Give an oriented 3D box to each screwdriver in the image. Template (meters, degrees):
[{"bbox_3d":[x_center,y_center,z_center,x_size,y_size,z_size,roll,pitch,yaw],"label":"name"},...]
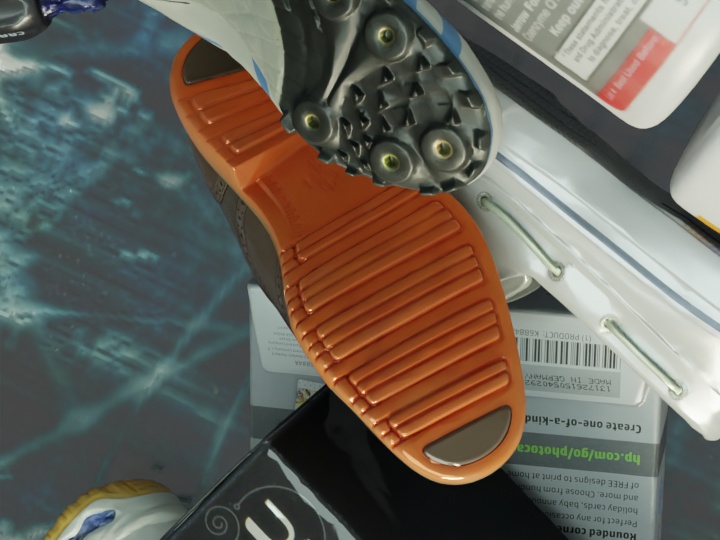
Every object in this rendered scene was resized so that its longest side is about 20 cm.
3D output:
[{"bbox_3d":[-0.078,-0.102,0.996,0.200,0.028,0.029,-3,138,11],"label":"screwdriver"}]

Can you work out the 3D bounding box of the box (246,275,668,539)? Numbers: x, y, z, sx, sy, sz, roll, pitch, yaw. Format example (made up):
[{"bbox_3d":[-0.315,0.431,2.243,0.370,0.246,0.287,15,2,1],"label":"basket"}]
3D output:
[{"bbox_3d":[0.036,0.099,1.027,0.156,0.041,0.200,4,109,12],"label":"box"}]

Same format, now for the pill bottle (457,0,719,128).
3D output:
[{"bbox_3d":[0.047,-0.147,0.896,0.200,0.114,0.114,35,114,0],"label":"pill bottle"}]

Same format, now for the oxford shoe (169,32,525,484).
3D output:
[{"bbox_3d":[0.000,0.000,0.944,0.071,0.200,0.073,-24,148,-10],"label":"oxford shoe"}]

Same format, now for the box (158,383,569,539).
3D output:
[{"bbox_3d":[0.024,0.143,0.947,0.200,0.122,0.106,46,114,2],"label":"box"}]

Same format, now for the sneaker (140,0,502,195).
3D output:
[{"bbox_3d":[-0.021,-0.096,0.923,0.200,0.072,0.072,38,124,28],"label":"sneaker"}]

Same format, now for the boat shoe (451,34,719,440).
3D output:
[{"bbox_3d":[0.062,-0.018,0.941,0.200,0.074,0.067,39,104,19],"label":"boat shoe"}]

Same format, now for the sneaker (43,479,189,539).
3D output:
[{"bbox_3d":[-0.110,0.181,1.059,0.088,0.075,0.200,42,119,30],"label":"sneaker"}]

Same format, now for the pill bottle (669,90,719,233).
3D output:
[{"bbox_3d":[0.213,-0.016,0.902,0.200,0.112,0.112,34,114,1],"label":"pill bottle"}]
